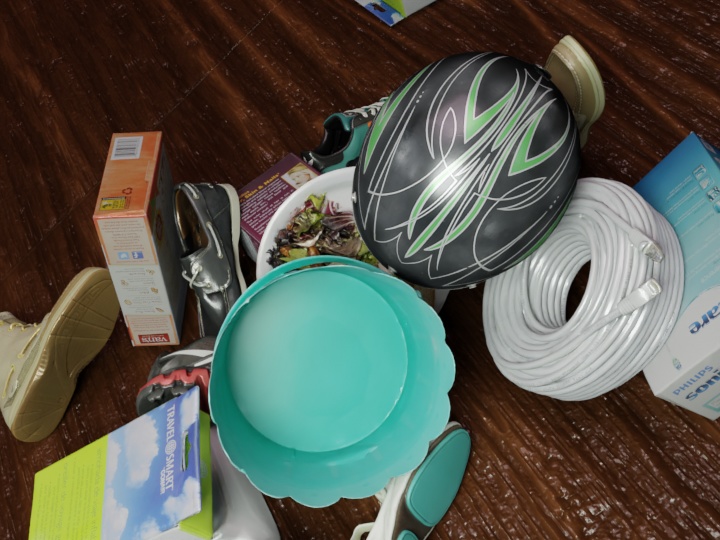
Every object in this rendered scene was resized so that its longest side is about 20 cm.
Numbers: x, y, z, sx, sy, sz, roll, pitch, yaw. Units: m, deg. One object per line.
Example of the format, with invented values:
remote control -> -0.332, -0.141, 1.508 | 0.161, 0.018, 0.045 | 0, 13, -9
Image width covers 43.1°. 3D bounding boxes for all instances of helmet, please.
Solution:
helmet -> 0.090, -0.085, 0.779 | 0.200, 0.200, 0.191 | -3, 23, 18

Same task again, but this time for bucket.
bucket -> -0.031, 0.087, 0.787 | 0.207, 0.207, 0.135 | -28, 7, -7

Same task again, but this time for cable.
cable -> 0.192, 0.015, 0.814 | 0.200, 0.069, 0.200 | -54, 31, 31

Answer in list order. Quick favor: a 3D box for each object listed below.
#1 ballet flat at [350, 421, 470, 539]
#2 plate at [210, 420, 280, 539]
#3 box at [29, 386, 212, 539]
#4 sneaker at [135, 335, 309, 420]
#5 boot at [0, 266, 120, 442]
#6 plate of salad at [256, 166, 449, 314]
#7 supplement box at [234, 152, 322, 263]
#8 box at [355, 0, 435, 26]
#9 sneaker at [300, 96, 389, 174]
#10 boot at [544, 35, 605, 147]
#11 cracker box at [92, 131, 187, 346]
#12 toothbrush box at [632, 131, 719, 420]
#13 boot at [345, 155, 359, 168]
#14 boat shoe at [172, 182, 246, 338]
ballet flat -> 0.029, 0.210, 0.771 | 0.069, 0.069, 0.200 | 10, 56, 28
plate -> -0.197, 0.223, 0.861 | 0.199, 0.032, 0.200 | -27, 45, -6
box -> -0.199, 0.196, 0.780 | 0.200, 0.048, 0.122 | -29, 46, 21
sneaker -> -0.117, 0.103, 0.901 | 0.200, 0.071, 0.098 | -5, 32, -6
boot -> -0.355, 0.067, 1.008 | 0.155, 0.073, 0.200 | 27, 91, 41
plate of salad -> 0.000, 0.000, 0.883 | 0.200, 0.200, 0.048 | -27, 22, -5
supplement box -> -0.052, -0.033, 1.008 | 0.110, 0.086, 0.200 | -38, 47, -15
box -> 0.096, -0.450, 1.371 | 0.200, 0.048, 0.122 | -31, 45, -10
sneaker -> 0.008, -0.172, 1.109 | 0.071, 0.080, 0.200 | 7, 49, 52
boot -> 0.170, -0.151, 0.965 | 0.155, 0.200, 0.072 | -28, 70, -5
cracker box -> -0.232, -0.031, 0.990 | 0.058, 0.200, 0.134 | -3, 46, 0
toothbrush box -> 0.298, 0.003, 0.795 | 0.146, 0.085, 0.200 | -48, 34, 30
boot -> 0.096, -0.107, 0.927 | 0.198, 0.163, 0.073 | 37, 29, 11
boat shoe -> -0.167, 0.002, 0.981 | 0.072, 0.068, 0.200 | -16, 77, 41
